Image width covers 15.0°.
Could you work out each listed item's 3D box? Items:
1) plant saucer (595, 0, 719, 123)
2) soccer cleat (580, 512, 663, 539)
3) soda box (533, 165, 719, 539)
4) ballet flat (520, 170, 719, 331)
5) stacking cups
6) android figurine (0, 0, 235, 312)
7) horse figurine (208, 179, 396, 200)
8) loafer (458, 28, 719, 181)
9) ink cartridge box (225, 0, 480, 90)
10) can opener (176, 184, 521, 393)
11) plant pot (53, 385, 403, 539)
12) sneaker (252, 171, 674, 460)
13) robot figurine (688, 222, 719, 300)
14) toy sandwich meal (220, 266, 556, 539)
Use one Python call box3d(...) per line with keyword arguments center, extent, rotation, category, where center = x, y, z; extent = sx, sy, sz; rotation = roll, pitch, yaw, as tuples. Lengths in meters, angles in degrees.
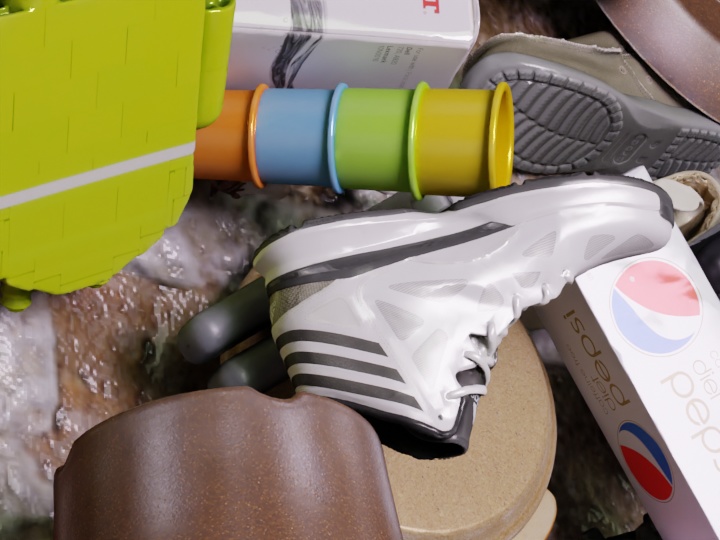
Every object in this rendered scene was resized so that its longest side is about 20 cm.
box3d(center=(0.198, -0.166, 1.616), extent=(0.200, 0.034, 0.201), rotation=(35, 32, -25), category="plant saucer")
box3d(center=(0.132, 0.182, 1.369), extent=(0.087, 0.069, 0.200), rotation=(71, 20, -2), category="soccer cleat")
box3d(center=(0.154, 0.054, 1.382), extent=(0.068, 0.064, 0.201), rotation=(-27, 86, -21), category="soda box")
box3d(center=(0.132, -0.018, 1.506), extent=(0.199, 0.069, 0.070), rotation=(-17, 81, -45), category="ballet flat")
box3d(center=(-0.027, -0.063, 1.324), extent=(0.060, 0.198, 0.061), rotation=(2, 90, -76), category="stacking cups")
box3d(center=(-0.130, -0.073, 1.232), extent=(0.181, 0.201, 0.041), rotation=(-21, 40, -37), category="android figurine")
box3d(center=(-0.028, -0.119, 1.425), extent=(0.132, 0.050, 0.201), rotation=(7, 70, -25), category="horse figurine")
box3d(center=(0.126, -0.097, 1.547), extent=(0.199, 0.075, 0.070), rotation=(14, 43, -43), category="loafer")
box3d(center=(-0.050, -0.162, 1.358), extent=(0.198, 0.084, 0.147), rotation=(4, 65, -13), category="ink cartridge box")
box3d(center=(0.000, 0.000, 1.316), extent=(0.199, 0.066, 0.053), rotation=(-30, 82, -32), category="can opener")
box3d(center=(-0.053, 0.171, 1.183), extent=(0.199, 0.200, 0.199), rotation=(15, 52, -35), category="plant pot")
box3d(center=(0.057, 0.027, 1.259), extent=(0.199, 0.076, 0.116), rotation=(-10, 75, -11), category="sneaker")
box3d(center=(0.223, 0.026, 1.495), extent=(0.199, 0.125, 0.151), rotation=(-34, 106, -14), category="robot figurine")
box3d(center=(0.013, 0.074, 1.365), extent=(0.204, 0.070, 0.206), rotation=(13, 59, -22), category="toy sandwich meal")
